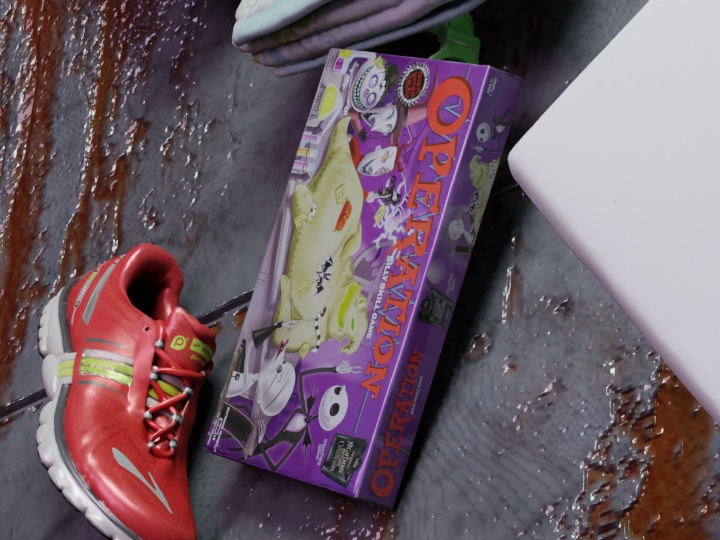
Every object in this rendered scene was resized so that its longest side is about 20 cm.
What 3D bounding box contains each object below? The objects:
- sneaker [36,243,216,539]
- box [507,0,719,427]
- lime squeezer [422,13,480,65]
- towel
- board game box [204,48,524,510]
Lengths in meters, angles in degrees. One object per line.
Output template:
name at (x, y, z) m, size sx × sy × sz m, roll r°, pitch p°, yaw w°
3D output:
sneaker at (-0.104, 0.058, 1.370) m, size 0.085 × 0.077 × 0.200 m, roll -38°, pitch 40°, yaw 18°
box at (0.200, -0.023, 1.007) m, size 0.200 × 0.171 × 0.199 m, roll -48°, pitch 37°, yaw 10°
lime squeezer at (0.029, -0.088, 1.364) m, size 0.071 × 0.038 × 0.200 m, roll -39°, pitch 41°, yaw 20°
towel at (0.031, -0.181, 1.380) m, size 0.200 × 0.048 × 0.171 m, roll -14°, pitch 40°, yaw 51°
board game box at (0.000, 0.000, 1.307) m, size 0.120 × 0.032 × 0.200 m, roll 12°, pitch 83°, yaw 47°
